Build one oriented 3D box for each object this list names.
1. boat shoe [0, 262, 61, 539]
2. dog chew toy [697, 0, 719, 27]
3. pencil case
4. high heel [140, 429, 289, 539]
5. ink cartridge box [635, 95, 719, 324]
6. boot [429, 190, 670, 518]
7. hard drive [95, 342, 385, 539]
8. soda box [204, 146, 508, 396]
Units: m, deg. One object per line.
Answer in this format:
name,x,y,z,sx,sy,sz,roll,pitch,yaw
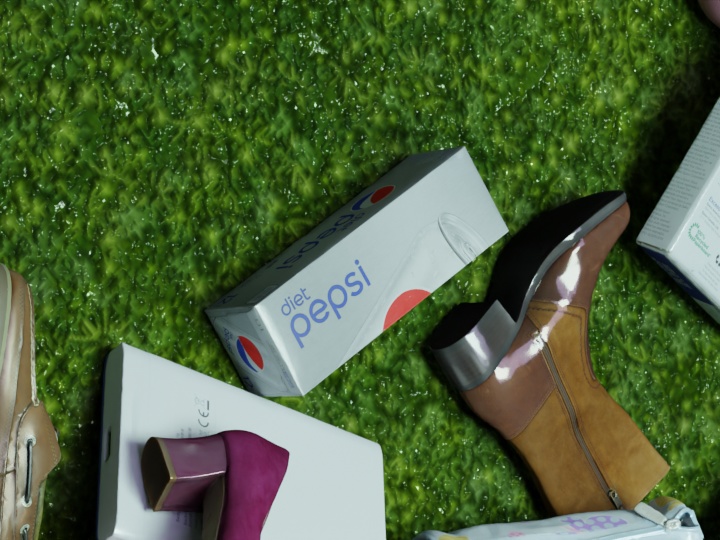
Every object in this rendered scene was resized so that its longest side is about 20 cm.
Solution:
boat shoe,-0.210,0.097,1.257,0.068,0.072,0.202,10,90,-37
dog chew toy,0.302,-0.212,1.609,0.200,0.124,0.125,46,63,-13
pencil case,0.129,0.200,1.444,0.198,0.091,0.084,-6,68,-20
high heel,-0.055,0.173,1.242,0.095,0.068,0.201,4,52,-31
ink cartridge box,0.305,-0.054,1.584,0.196,0.043,0.201,39,79,-42
boot,0.163,0.069,1.514,0.188,0.068,0.201,-49,113,-28
hard drive,-0.069,0.135,1.342,0.199,0.025,0.133,24,47,-31
soda box,0.000,0.000,1.408,0.200,0.063,0.069,-37,107,-31
